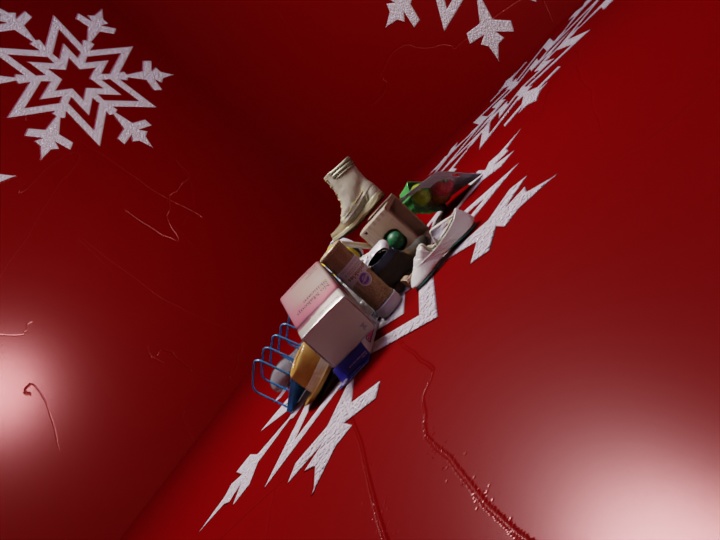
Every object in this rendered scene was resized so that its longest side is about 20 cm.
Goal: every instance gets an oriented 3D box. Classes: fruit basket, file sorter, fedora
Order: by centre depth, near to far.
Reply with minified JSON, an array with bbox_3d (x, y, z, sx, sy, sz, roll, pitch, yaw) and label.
[{"bbox_3d":[-0.108,0.207,1.338,0.203,0.081,0.201,-63,4,8],"label":"fedora"},{"bbox_3d":[-0.178,0.227,1.492,0.201,0.121,0.140,-57,-17,-48],"label":"file sorter"},{"bbox_3d":[0.209,-0.231,1.623,0.183,0.095,0.200,-5,-23,-37],"label":"fruit basket"}]

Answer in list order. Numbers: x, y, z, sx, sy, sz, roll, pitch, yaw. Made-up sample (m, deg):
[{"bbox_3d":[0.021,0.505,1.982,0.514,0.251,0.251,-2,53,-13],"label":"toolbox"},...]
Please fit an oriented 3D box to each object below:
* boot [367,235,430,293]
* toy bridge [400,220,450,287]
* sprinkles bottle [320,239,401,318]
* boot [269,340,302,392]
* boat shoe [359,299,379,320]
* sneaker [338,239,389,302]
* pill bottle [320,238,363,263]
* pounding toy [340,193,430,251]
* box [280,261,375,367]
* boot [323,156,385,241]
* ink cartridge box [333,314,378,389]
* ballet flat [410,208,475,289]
[{"bbox_3d":[0.096,-0.036,1.397,0.074,0.097,0.201,-3,44,50],"label":"boot"},{"bbox_3d":[0.170,-0.046,1.332,0.201,0.027,0.067,-51,9,-11],"label":"toy bridge"},{"bbox_3d":[0.000,0.020,1.320,0.068,0.200,0.068,-47,6,7],"label":"sprinkles bottle"},{"bbox_3d":[-0.203,0.293,1.748,0.201,0.069,0.132,-54,12,0],"label":"boot"},{"bbox_3d":[-0.029,0.137,1.420,0.200,0.070,0.071,-47,5,42],"label":"boat shoe"},{"bbox_3d":[0.000,0.000,1.433,0.201,0.080,0.070,-56,12,-9],"label":"sneaker"},{"bbox_3d":[-0.071,0.014,1.702,0.114,0.113,0.202,-40,22,52],"label":"pill bottle"},{"bbox_3d":[0.072,-0.089,1.550,0.142,0.184,0.200,-46,7,24],"label":"pounding toy"},{"bbox_3d":[-0.075,0.089,1.252,0.128,0.109,0.200,-45,30,0],"label":"box"},{"bbox_3d":[-0.047,-0.190,1.575,0.200,0.155,0.072,-45,-2,27],"label":"boot"},{"bbox_3d":[-0.010,0.173,1.265,0.095,0.037,0.200,-47,9,18],"label":"ink cartridge box"},{"bbox_3d":[0.162,-0.052,1.254,0.200,0.069,0.069,-49,6,8],"label":"ballet flat"}]
